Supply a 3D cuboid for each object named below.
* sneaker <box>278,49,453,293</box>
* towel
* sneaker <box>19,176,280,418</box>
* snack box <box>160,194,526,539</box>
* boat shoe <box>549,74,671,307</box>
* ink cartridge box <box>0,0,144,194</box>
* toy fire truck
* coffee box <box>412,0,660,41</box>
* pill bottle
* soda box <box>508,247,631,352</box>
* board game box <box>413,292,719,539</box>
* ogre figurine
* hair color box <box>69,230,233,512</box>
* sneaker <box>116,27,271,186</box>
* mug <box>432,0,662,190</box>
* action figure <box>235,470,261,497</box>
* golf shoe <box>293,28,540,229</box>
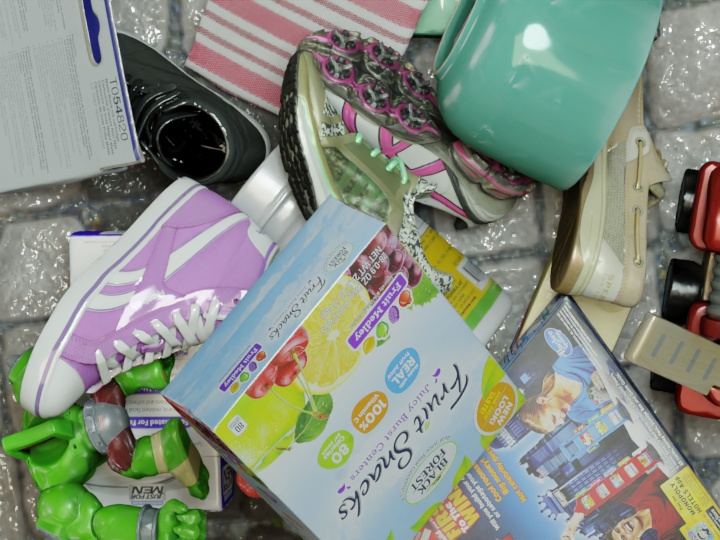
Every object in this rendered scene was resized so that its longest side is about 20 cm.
[{"bbox_3d":[0.004,-0.056,1.472,0.088,0.077,0.202,-20,95,-14],"label":"sneaker"},{"bbox_3d":[-0.030,-0.190,1.546,0.146,0.030,0.201,28,127,3],"label":"towel"},{"bbox_3d":[-0.132,0.036,1.467,0.114,0.073,0.201,34,70,15],"label":"sneaker"},{"bbox_3d":[-0.006,0.080,1.400,0.169,0.068,0.200,-50,133,-10],"label":"snack box"},{"bbox_3d":[0.179,-0.061,1.520,0.064,0.072,0.201,17,54,-6],"label":"boat shoe"},{"bbox_3d":[-0.221,-0.160,1.539,0.199,0.040,0.201,-6,95,44],"label":"ink cartridge box"},{"bbox_3d":[0.244,0.017,1.491,0.128,0.200,0.178,9,95,3],"label":"toy fire truck"},{"bbox_3d":[0.115,-0.224,1.560,0.198,0.044,0.124,3,96,5],"label":"coffee box"},{"bbox_3d":[0.000,0.000,1.553,0.200,0.111,0.111,40,96,1],"label":"pill bottle"},{"bbox_3d":[0.132,0.083,1.574,0.067,0.064,0.201,23,95,2],"label":"soda box"},{"bbox_3d":[0.120,0.153,1.517,0.199,0.062,0.201,-36,92,6],"label":"board game box"},{"bbox_3d":[-0.179,0.108,1.519,0.119,0.098,0.202,-16,92,9],"label":"ogre figurine"},{"bbox_3d":[-0.151,0.072,1.594,0.108,0.065,0.202,0,93,6],"label":"hair color box"},{"bbox_3d":[-0.159,-0.122,1.562,0.199,0.099,0.071,29,98,3],"label":"sneaker"},{"bbox_3d":[0.123,-0.161,1.473,0.114,0.152,0.186,24,78,-8],"label":"mug"},{"bbox_3d":[-0.060,0.105,1.522,0.065,0.200,0.100,-22,89,5],"label":"action figure"},{"bbox_3d":[0.026,-0.091,1.535,0.199,0.073,0.092,33,132,-20],"label":"golf shoe"}]
